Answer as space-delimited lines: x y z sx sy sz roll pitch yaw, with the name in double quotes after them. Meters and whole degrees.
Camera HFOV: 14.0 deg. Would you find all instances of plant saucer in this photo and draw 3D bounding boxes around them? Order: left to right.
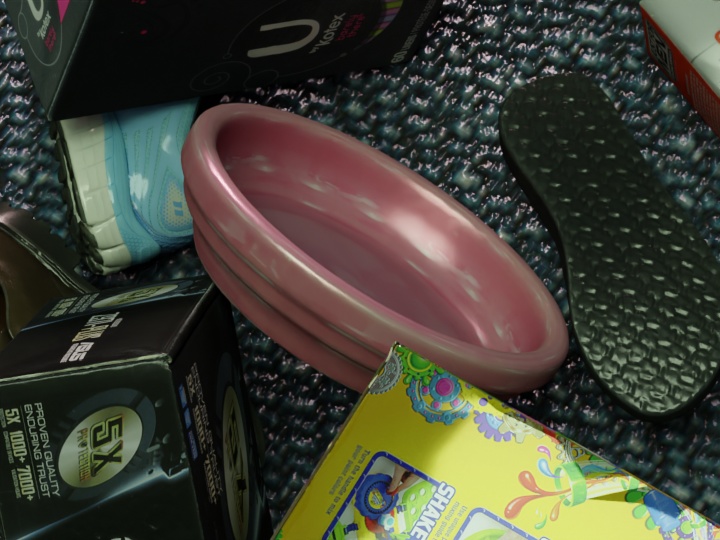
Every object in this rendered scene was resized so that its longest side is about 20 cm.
0.000 0.000 1.334 0.200 0.200 0.051 41 110 21 "plant saucer"

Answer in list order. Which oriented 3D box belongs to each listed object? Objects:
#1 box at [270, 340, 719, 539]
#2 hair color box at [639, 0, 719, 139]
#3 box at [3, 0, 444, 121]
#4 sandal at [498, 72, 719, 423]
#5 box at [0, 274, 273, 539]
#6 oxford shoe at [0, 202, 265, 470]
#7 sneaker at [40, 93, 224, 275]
0.079 0.154 1.243 0.192 0.200 0.122 28 77 20 "box"
0.230 -0.072 1.375 0.101 0.061 0.200 -35 69 -3 "hair color box"
-0.062 -0.158 1.389 0.199 0.122 0.107 -11 65 -25 "box"
0.123 -0.008 1.383 0.075 0.048 0.201 -17 54 -2 "sandal"
-0.092 0.119 1.266 0.086 0.164 0.201 -9 100 7 "box"
-0.134 0.049 1.376 0.199 0.084 0.073 32 121 20 "oxford shoe"
-0.113 -0.096 1.454 0.089 0.078 0.201 -9 72 -12 "sneaker"
